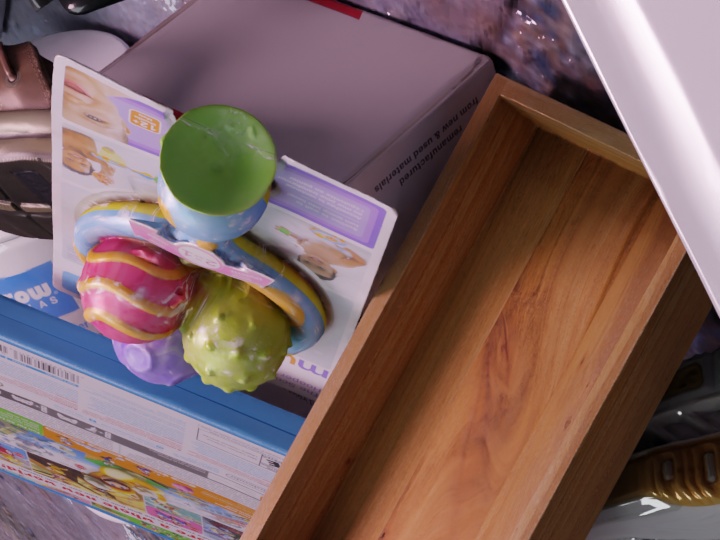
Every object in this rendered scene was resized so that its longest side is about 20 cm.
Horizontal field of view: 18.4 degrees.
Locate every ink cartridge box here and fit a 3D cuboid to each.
[{"bbox_3d":[0.000,0.000,0.860,0.144,0.084,0.201,26,148,42],"label":"ink cartridge box"}]

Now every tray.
[{"bbox_3d":[0.112,-0.037,0.612,0.201,0.022,0.107,65,160,8],"label":"tray"},{"bbox_3d":[0.039,0.046,0.725,0.098,0.201,0.037,29,179,38],"label":"tray"}]

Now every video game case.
[{"bbox_3d":[-0.092,0.073,0.918,0.142,0.018,0.200,22,158,1],"label":"video game case"}]

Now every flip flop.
[{"bbox_3d":[-0.113,-0.052,0.809,0.199,0.058,0.081,9,156,35],"label":"flip flop"}]

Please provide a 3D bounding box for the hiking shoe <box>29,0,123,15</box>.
[{"bbox_3d":[-0.054,-0.136,0.731,0.074,0.087,0.200,47,158,1],"label":"hiking shoe"}]

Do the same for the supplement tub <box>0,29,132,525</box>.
[{"bbox_3d":[-0.117,0.007,1.026,0.132,0.132,0.201,20,146,49],"label":"supplement tub"}]

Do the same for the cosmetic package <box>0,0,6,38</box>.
[{"bbox_3d":[-0.283,-0.158,1.008,0.200,0.166,0.167,46,158,5],"label":"cosmetic package"}]

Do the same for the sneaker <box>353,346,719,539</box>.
[{"bbox_3d":[0.083,0.084,0.773,0.199,0.076,0.088,-8,142,25],"label":"sneaker"}]

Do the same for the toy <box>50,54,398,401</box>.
[{"bbox_3d":[-0.059,0.007,0.751,0.114,0.047,0.200,24,155,2],"label":"toy"}]
